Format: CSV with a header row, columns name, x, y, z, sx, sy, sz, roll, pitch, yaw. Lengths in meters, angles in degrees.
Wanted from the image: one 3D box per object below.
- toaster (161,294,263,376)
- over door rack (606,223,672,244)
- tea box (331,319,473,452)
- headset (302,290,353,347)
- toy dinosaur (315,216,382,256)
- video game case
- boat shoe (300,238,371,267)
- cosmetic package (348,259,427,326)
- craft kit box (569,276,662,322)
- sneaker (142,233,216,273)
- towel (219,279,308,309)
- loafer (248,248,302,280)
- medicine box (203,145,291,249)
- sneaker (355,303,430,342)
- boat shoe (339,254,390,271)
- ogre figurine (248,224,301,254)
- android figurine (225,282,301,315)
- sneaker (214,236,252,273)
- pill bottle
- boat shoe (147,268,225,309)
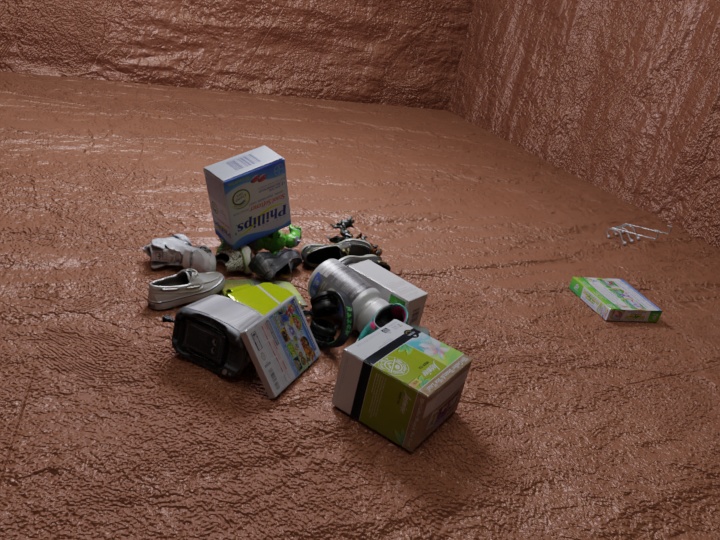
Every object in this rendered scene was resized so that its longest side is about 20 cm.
name,x,y,z,sx,sy,sz,roll,pitch,yaw
toaster,-0.289,0.125,1.417,0.199,0.115,0.129,21,22,16
over door rack,1.075,-0.139,2.687,0.199,0.067,0.147,7,15,42
tea box,0.084,0.219,1.376,0.196,0.135,0.200,26,28,25
headset,-0.073,0.106,1.568,0.093,0.125,0.199,7,-2,-39
toy dinosaur,-0.034,-0.075,1.995,0.199,0.102,0.136,20,32,-42
video game case,-0.157,0.150,1.415,0.018,0.144,0.200,-19,10,29
boat shoe,-0.062,-0.042,1.912,0.199,0.072,0.061,-5,21,-10
cosmetic package,0.057,0.067,1.716,0.199,0.108,0.085,28,29,32
craft kit box,0.771,0.086,2.111,0.196,0.049,0.200,6,26,-22
sneaker,-0.446,-0.030,1.708,0.114,0.076,0.199,-14,31,-44
towel,-0.241,0.062,1.676,0.198,0.023,0.144,0,27,-29
loafer,-0.205,-0.007,1.790,0.072,0.073,0.200,46,27,16
medicine box,-0.283,-0.187,1.772,0.181,0.201,0.103,-27,43,-29
sneaker,0.091,0.128,1.567,0.199,0.121,0.084,-7,49,-33
boat shoe,0.000,0.000,1.855,0.060,0.072,0.200,25,26,35
ogre figurine,-0.248,-0.087,1.900,0.198,0.099,0.120,15,10,-25
android figurine,-0.219,0.084,1.569,0.181,0.041,0.199,34,31,28
sneaker,-0.347,-0.054,1.814,0.088,0.078,0.200,-11,31,-27
pill bottle,-0.023,0.069,1.652,0.200,0.115,0.113,36,33,30
boat shoe,-0.397,0.028,1.597,0.199,0.066,0.072,-17,35,-38
